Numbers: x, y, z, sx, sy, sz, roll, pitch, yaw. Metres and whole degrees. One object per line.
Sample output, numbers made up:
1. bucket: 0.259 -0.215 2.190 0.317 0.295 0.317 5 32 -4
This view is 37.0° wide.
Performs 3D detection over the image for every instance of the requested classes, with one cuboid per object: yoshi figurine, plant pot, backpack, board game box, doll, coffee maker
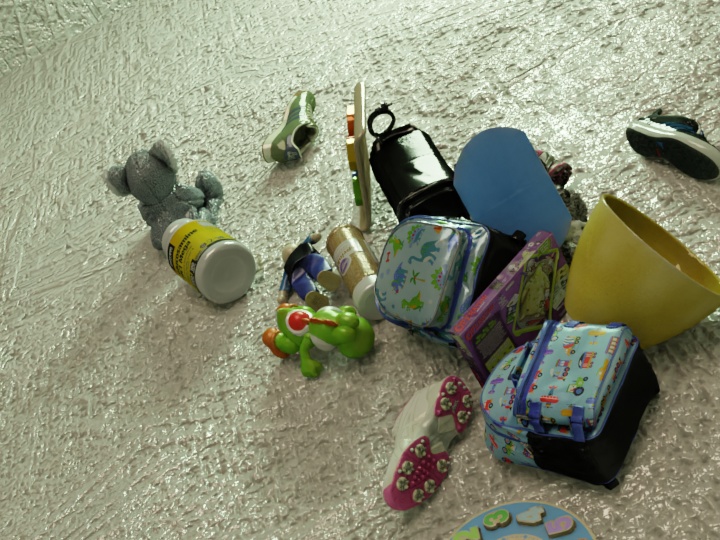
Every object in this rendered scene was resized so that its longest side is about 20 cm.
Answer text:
1. yoshi figurine: -0.053 0.099 1.633 0.112 0.113 0.200 -18 9 -36
2. plant pot: 0.340 0.020 1.360 0.142 0.199 0.200 -52 30 19
3. backpack: 0.234 0.150 1.303 0.199 0.135 0.183 4 48 41
4. board game box: 0.211 0.056 1.448 0.200 0.120 0.032 -45 38 -20
5. backpack: 0.106 0.008 1.526 0.200 0.147 0.184 13 86 51
6. doll: -0.096 0.002 1.791 0.137 0.048 0.200 -59 27 9
7. board game box: 0.220 -0.107 1.519 0.039 0.201 0.158 -25 -5 -42
8. coffee maker: 0.085 -0.137 1.717 0.135 0.192 0.200 -45 30 12

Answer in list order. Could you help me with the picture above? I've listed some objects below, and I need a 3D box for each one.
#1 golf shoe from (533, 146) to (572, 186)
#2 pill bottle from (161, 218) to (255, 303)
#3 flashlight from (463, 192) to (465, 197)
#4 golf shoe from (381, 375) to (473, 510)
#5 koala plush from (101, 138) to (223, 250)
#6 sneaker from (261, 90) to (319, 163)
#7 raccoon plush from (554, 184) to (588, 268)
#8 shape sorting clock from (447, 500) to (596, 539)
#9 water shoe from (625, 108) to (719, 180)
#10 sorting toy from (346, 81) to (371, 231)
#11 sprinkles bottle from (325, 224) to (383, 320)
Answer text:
1. golf shoe: 0.242 -0.153 1.632 0.092 0.200 0.073 36 108 26
2. pill bottle: -0.277 -0.025 1.918 0.112 0.113 0.200 -41 36 -14
3. flashlight: 0.196 -0.135 1.663 0.068 0.068 0.200 -44 -1 19
4. golf shoe: 0.074 0.226 1.397 0.091 0.075 0.200 -14 33 48
5. koala plush: -0.382 -0.153 2.077 0.177 0.200 0.184 -22 36 11
6. sneaker: -0.116 -0.287 2.171 0.089 0.067 0.201 5 48 30
7. raccoon plush: 0.263 -0.030 1.566 0.200 0.097 0.135 -29 40 34
8. shape sorting clock: 0.171 0.338 1.200 0.199 0.039 0.201 -20 37 16
9. water shoe: 0.481 -0.199 1.603 0.079 0.072 0.200 -36 35 -12
10. sorting toy: -0.003 -0.196 1.858 0.036 0.201 0.186 -2 39 2
11. sprinkles bottle: 0.000 0.000 1.720 0.068 0.068 0.200 -30 34 1
